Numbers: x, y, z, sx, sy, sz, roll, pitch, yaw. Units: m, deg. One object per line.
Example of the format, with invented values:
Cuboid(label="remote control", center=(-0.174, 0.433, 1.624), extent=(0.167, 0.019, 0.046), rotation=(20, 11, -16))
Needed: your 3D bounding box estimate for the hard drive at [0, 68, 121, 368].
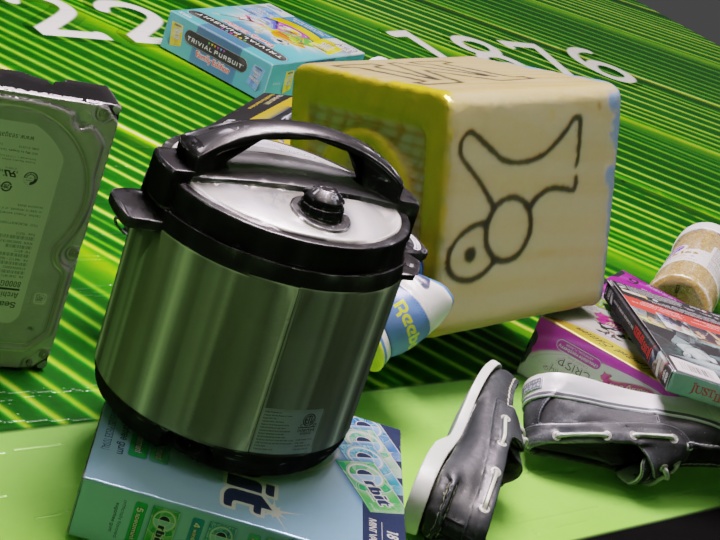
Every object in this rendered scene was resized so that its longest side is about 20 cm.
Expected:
Cuboid(label="hard drive", center=(-0.245, -0.032, 1.039), extent=(0.139, 0.201, 0.038), rotation=(7, 27, -31))

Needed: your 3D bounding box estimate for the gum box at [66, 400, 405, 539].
Cuboid(label="gum box", center=(-0.072, 0.131, 1.018), extent=(0.199, 0.045, 0.170), rotation=(16, 22, -8))

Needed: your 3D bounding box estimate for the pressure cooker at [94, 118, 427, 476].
Cuboid(label="pressure cooker", center=(-0.060, 0.002, 1.000), extent=(0.178, 0.201, 0.176), rotation=(24, 23, 14))

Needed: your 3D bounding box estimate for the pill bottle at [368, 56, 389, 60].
Cuboid(label="pill bottle", center=(0.080, -0.140, 1.673), extent=(0.199, 0.120, 0.119), rotation=(31, 24, 24))

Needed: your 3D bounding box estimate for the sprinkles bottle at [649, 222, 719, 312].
Cuboid(label="sprinkles bottle", center=(0.331, 0.008, 1.614), extent=(0.068, 0.069, 0.200), rotation=(25, 23, 12))

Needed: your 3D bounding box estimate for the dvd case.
Cuboid(label="dvd case", center=(0.286, 0.069, 1.313), extent=(0.145, 0.022, 0.200), rotation=(17, 16, -12))

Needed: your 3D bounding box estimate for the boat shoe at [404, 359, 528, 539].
Cuboid(label="boat shoe", center=(0.083, 0.131, 1.123), extent=(0.060, 0.076, 0.200), rotation=(23, 34, 9))

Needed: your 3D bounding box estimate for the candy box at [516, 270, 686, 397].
Cuboid(label="candy box", center=(0.239, 0.072, 1.397), extent=(0.136, 0.061, 0.200), rotation=(29, 24, 20))

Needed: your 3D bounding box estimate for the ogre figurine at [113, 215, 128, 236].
Cuboid(label="ogre figurine", center=(-0.091, 0.009, 1.201), extent=(0.120, 0.098, 0.200), rotation=(44, -13, 35))

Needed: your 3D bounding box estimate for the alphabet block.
Cuboid(label="alphabet block", center=(0.074, -0.069, 1.336), extent=(0.199, 0.197, 0.196), rotation=(-7, 16, -40))

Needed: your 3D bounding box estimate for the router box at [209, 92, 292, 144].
Cuboid(label="router box", center=(-0.052, -0.119, 1.550), extent=(0.156, 0.053, 0.200), rotation=(8, 19, 14))

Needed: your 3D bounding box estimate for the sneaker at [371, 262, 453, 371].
Cuboid(label="sneaker", center=(0.000, 0.000, 1.233), extent=(0.082, 0.074, 0.200), rotation=(-28, 41, -11))

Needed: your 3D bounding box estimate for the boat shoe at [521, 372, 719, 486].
Cuboid(label="boat shoe", center=(0.216, 0.133, 1.235), extent=(0.199, 0.072, 0.068), rotation=(15, 58, -16))

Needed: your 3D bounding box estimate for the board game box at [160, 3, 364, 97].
Cuboid(label="board game box", center=(-0.110, -0.256, 1.876), extent=(0.150, 0.047, 0.200), rotation=(30, 24, 23))
